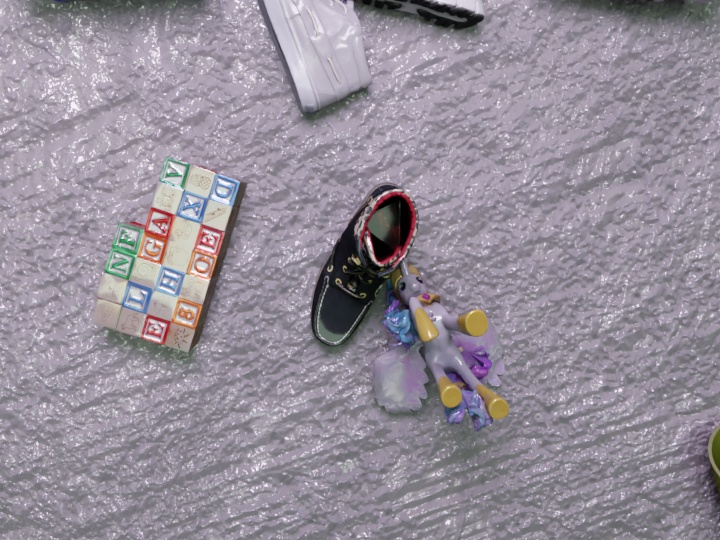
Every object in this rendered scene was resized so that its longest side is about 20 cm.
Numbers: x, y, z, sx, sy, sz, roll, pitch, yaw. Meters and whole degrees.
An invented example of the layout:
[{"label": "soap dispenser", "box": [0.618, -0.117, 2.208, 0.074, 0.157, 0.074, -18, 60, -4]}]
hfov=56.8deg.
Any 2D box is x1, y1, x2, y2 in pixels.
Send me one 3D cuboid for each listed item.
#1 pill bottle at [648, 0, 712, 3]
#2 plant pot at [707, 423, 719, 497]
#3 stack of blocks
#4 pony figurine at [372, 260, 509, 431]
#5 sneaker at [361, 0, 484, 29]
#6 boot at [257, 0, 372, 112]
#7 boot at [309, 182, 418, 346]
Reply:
[{"label": "pill bottle", "box": [0.294, -0.355, 0.711, 0.198, 0.114, 0.115, 10, 96, -4]}, {"label": "plant pot", "box": [0.514, 0.293, 0.774, 0.186, 0.187, 0.201, -16, 112, 0]}, {"label": "stack of blocks", "box": [-0.215, -0.023, 0.755, 0.114, 0.059, 0.202, 18, 95, -4]}, {"label": "pony figurine", "box": [0.090, 0.087, 0.732, 0.165, 0.200, 0.194, -21, 112, -6]}, {"label": "sneaker", "box": [0.048, -0.335, 0.722, 0.198, 0.078, 0.091, 11, 90, -21]}, {"label": "boot", "box": [-0.055, -0.284, 0.734, 0.095, 0.074, 0.201, -22, 105, -6]}, {"label": "boot", "box": [-0.001, -0.001, 0.717, 0.073, 0.154, 0.205, 25, 95, -5]}]
